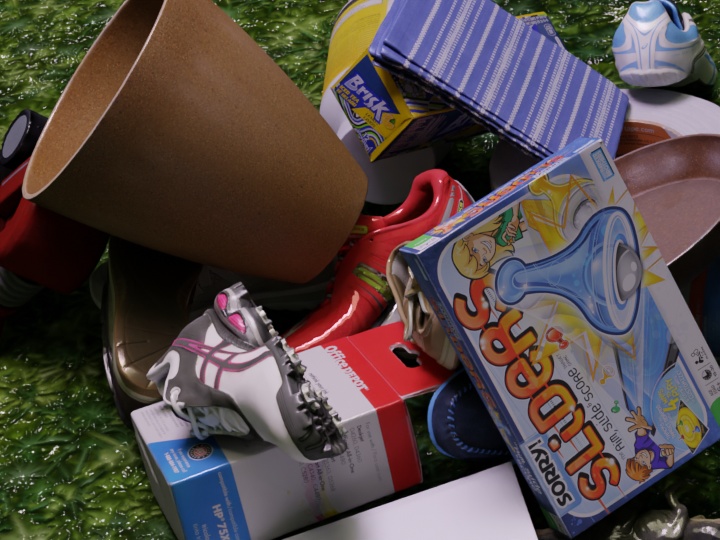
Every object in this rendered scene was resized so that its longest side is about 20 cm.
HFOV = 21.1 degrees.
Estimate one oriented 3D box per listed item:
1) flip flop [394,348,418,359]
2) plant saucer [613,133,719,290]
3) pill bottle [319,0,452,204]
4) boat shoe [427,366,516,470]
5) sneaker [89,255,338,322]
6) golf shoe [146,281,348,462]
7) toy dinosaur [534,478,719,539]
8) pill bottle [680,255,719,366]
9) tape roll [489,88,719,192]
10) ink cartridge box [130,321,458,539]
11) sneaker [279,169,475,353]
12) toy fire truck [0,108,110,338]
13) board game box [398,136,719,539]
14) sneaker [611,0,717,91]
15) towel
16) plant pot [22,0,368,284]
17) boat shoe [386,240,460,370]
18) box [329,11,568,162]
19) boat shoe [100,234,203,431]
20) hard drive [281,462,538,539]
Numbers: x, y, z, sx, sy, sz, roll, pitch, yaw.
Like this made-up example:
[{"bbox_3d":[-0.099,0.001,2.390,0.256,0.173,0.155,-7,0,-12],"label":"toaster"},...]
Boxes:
[{"bbox_3d":[0.114,0.045,1.355,0.200,0.058,0.081,-9,26,29],"label":"flip flop"},{"bbox_3d":[0.174,-0.019,1.286,0.200,0.035,0.200,-28,21,12],"label":"plant saucer"},{"bbox_3d":[0.024,-0.142,1.583,0.112,0.112,0.200,-4,35,8],"label":"pill bottle"},{"bbox_3d":[0.139,0.076,1.236,0.200,0.084,0.069,-14,8,-27],"label":"boat shoe"},{"bbox_3d":[-0.107,-0.013,1.456,0.199,0.082,0.075,-8,35,1],"label":"sneaker"},{"bbox_3d":[-0.070,0.081,1.197,0.088,0.077,0.200,-34,24,-6],"label":"golf shoe"},{"bbox_3d":[0.152,0.153,1.200,0.199,0.048,0.088,-9,42,6],"label":"toy dinosaur"},{"bbox_3d":[0.320,0.019,1.289,0.199,0.112,0.112,7,38,22],"label":"pill bottle"},{"bbox_3d":[0.199,-0.060,1.469,0.200,0.066,0.200,-6,36,4],"label":"tape roll"},{"bbox_3d":[-0.038,0.109,1.267,0.200,0.067,0.116,-19,25,-13],"label":"ink cartridge box"},{"bbox_3d":[0.000,0.000,1.387,0.200,0.085,0.077,-41,23,-20],"label":"sneaker"},{"bbox_3d":[-0.269,0.000,1.421,0.176,0.128,0.200,-31,43,45],"label":"toy fire truck"},{"bbox_3d":[0.128,0.040,1.158,0.135,0.200,0.034,-32,13,-12],"label":"board game box"},{"bbox_3d":[0.250,-0.183,1.569,0.072,0.073,0.200,6,5,17],"label":"sneaker"},{"bbox_3d":[0.106,-0.144,1.442,0.200,0.024,0.145,32,39,-7],"label":"towel"},{"bbox_3d":[-0.100,-0.079,1.340,0.200,0.186,0.187,32,31,-18],"label":"plant pot"},{"bbox_3d":[0.047,0.016,1.256,0.063,0.073,0.200,27,1,-3],"label":"boat shoe"},{"bbox_3d":[0.077,-0.144,1.488,0.200,0.064,0.070,-16,72,-43],"label":"box"},{"bbox_3d":[-0.153,0.027,1.366,0.072,0.066,0.201,15,40,-18],"label":"boat shoe"},{"bbox_3d":[0.012,0.195,1.160,0.200,0.025,0.132,-19,35,2],"label":"hard drive"}]
